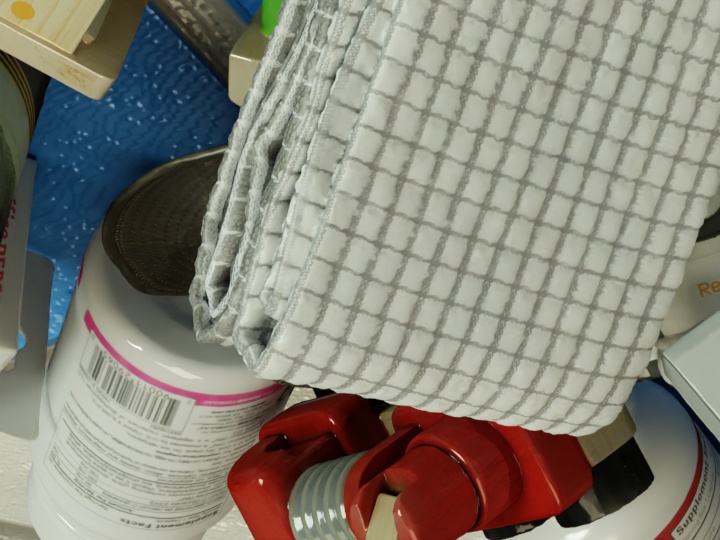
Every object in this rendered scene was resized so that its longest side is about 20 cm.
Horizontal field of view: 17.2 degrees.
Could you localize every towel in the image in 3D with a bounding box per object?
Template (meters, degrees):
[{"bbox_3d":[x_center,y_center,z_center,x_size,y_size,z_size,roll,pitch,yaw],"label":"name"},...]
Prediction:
[{"bbox_3d":[0.041,-0.050,0.858,0.165,0.086,0.201,14,100,-31],"label":"towel"}]

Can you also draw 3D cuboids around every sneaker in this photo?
[{"bbox_3d":[0.129,0.003,0.997,0.073,0.080,0.200,-22,180,-13],"label":"sneaker"}]

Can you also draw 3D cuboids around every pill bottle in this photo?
[{"bbox_3d":[0.131,0.123,1.170,0.112,0.113,0.200,-17,133,28],"label":"pill bottle"},{"bbox_3d":[-0.096,0.060,1.140,0.113,0.114,0.200,17,140,-9],"label":"pill bottle"}]

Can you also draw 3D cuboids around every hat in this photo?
[{"bbox_3d":[0.000,0.000,0.969,0.200,0.081,0.201,-12,162,-4],"label":"hat"}]

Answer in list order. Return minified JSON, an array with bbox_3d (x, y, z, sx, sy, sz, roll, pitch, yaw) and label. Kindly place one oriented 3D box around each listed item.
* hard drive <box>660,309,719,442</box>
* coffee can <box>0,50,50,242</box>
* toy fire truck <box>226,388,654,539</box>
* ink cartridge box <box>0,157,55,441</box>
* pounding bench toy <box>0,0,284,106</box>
[{"bbox_3d":[0.228,0.023,0.867,0.200,0.132,0.026,-35,154,-7],"label":"hard drive"},{"bbox_3d":[-0.204,-0.060,0.953,0.146,0.201,0.147,6,140,5],"label":"coffee can"},{"bbox_3d":[0.006,0.116,1.001,0.176,0.200,0.129,-19,101,52],"label":"toy fire truck"},{"bbox_3d":[-0.214,-0.012,1.068,0.199,0.118,0.067,22,136,-27],"label":"ink cartridge box"},{"bbox_3d":[-0.069,-0.158,0.856,0.199,0.125,0.156,29,137,-13],"label":"pounding bench toy"}]
